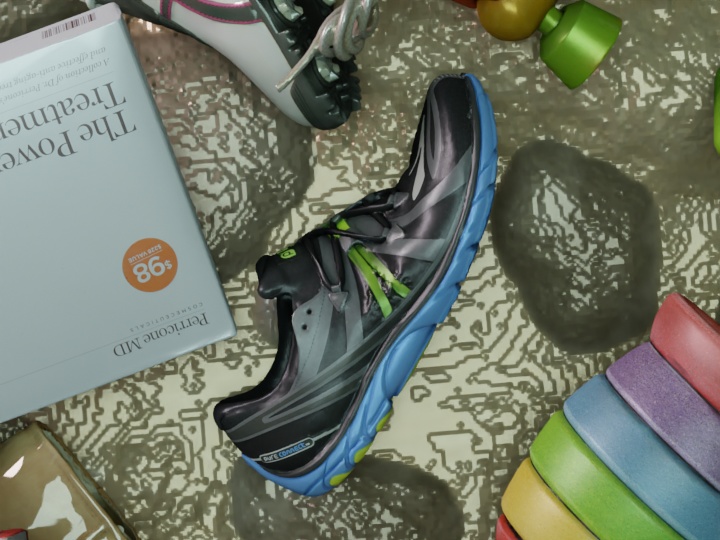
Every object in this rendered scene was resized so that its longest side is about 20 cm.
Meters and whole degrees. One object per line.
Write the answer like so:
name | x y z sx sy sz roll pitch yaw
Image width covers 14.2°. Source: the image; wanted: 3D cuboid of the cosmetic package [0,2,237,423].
cosmetic package | -0.172 -0.010 1.262 0.200 0.052 0.151 -21 106 -2

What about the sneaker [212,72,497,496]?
sneaker | 0.000 0.000 1.272 0.083 0.071 0.200 29 91 -5

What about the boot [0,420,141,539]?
boot | -0.165 0.194 1.270 0.200 0.066 0.175 -39 89 -2

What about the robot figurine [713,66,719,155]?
robot figurine | 0.240 -0.077 1.252 0.175 0.116 0.201 -1 88 6

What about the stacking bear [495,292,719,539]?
stacking bear | 0.109 0.119 1.254 0.114 0.121 0.200 42 96 -1

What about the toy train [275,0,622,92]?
toy train | 0.062 -0.120 1.262 0.116 0.085 0.200 39 76 -12

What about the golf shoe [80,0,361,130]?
golf shoe | -0.078 -0.135 1.287 0.088 0.077 0.200 -38 88 21

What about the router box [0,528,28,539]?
router box | -0.143 0.207 1.154 0.049 0.179 0.201 -10 87 -5
